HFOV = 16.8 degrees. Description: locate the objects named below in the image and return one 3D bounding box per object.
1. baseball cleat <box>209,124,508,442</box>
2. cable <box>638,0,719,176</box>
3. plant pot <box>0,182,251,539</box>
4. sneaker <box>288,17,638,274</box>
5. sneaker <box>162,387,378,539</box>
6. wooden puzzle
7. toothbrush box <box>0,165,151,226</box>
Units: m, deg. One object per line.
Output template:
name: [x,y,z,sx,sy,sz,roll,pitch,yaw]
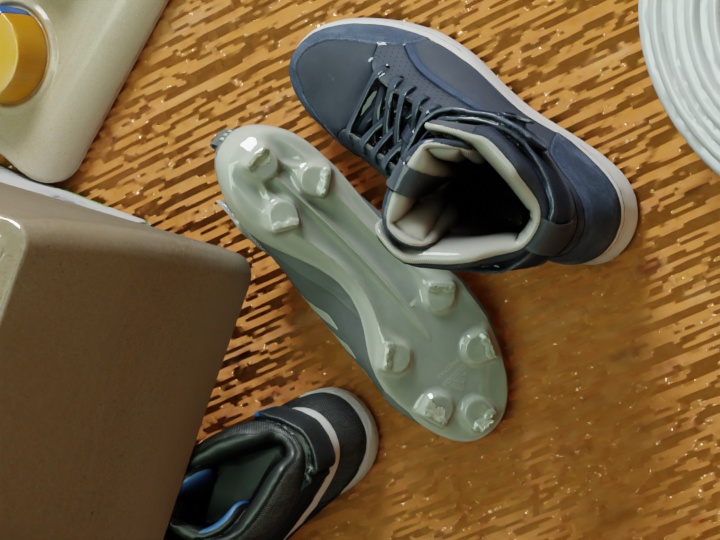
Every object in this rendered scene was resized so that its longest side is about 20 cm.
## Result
baseball cleat: [0.000,0.000,1.242,0.070,0.106,0.200,-39,103,-5]
cable: [0.224,-0.116,1.112,0.199,0.069,0.201,-35,79,25]
plant pot: [-0.197,0.043,1.164,0.198,0.177,0.201,16,82,21]
sneaker: [0.024,-0.064,1.178,0.202,0.146,0.077,30,109,23]
sneaker: [-0.087,0.135,1.268,0.200,0.112,0.073,-47,73,22]
wooden puzzle: [-0.201,-0.175,1.336,0.200,0.046,0.186,38,109,19]
toothbrush box: [-0.216,0.048,1.340,0.145,0.086,0.202,19,102,22]
